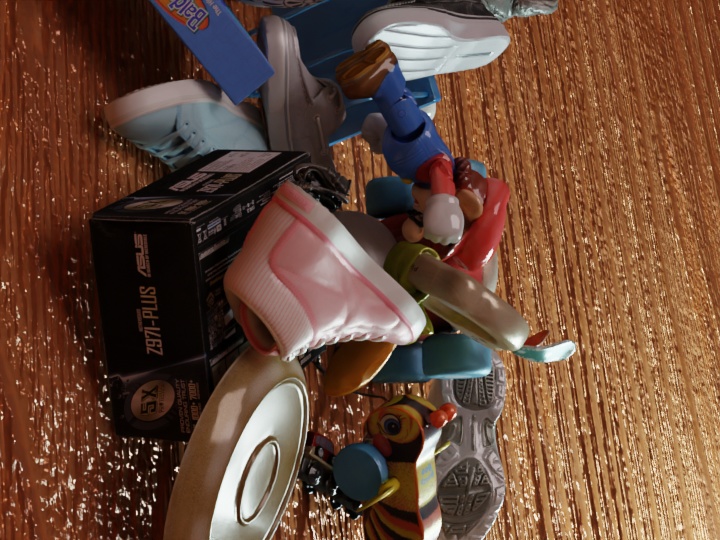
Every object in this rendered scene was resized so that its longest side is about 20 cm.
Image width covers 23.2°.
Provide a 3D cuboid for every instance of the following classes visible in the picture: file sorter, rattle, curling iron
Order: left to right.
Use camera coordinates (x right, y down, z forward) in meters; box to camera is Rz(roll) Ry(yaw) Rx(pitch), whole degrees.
[{"bbox_3d":[-0.041,-0.222,1.560,0.122,0.138,0.202,-13,85,-58],"label":"file sorter"},{"bbox_3d":[-0.022,-0.010,1.327,0.201,0.049,0.026,79,14,-52],"label":"curling iron"},{"bbox_3d":[0.078,0.074,1.415,0.200,0.129,0.144,43,61,-53],"label":"rattle"}]

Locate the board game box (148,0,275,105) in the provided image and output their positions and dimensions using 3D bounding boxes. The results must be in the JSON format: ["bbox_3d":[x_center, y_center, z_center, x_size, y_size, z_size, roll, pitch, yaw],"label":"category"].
[{"bbox_3d":[-0.156,-0.237,1.371,0.200,0.045,0.152,51,3,-28],"label":"board game box"}]

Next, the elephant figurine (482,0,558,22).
[{"bbox_3d":[0.157,-0.329,2.023,0.142,0.153,0.202,107,-1,-58],"label":"elephant figurine"}]

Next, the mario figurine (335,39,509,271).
[{"bbox_3d":[0.039,-0.079,1.423,0.201,0.105,0.124,56,40,-15],"label":"mario figurine"}]

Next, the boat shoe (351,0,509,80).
[{"bbox_3d":[0.050,-0.211,1.515,0.199,0.072,0.071,-6,57,-54],"label":"boat shoe"}]

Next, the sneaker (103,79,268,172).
[{"bbox_3d":[-0.126,-0.097,1.393,0.199,0.073,0.083,6,64,-60],"label":"sneaker"}]

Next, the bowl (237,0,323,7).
[{"bbox_3d":[-0.075,-0.279,1.426,0.198,0.094,0.203,14,49,-17],"label":"bowl"}]

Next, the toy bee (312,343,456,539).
[{"bbox_3d":[0.030,0.149,1.414,0.201,0.108,0.131,62,36,-26],"label":"toy bee"}]

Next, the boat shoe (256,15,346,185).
[{"bbox_3d":[-0.046,-0.128,1.459,0.072,0.068,0.202,-107,-172,-52],"label":"boat shoe"}]

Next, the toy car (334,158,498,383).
[{"bbox_3d":[0.000,0.000,1.523,0.198,0.176,0.187,4,82,-31],"label":"toy car"}]

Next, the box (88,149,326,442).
[{"bbox_3d":[-0.107,0.013,1.295,0.200,0.085,0.166,-39,127,-61],"label":"box"}]

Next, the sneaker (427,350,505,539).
[{"bbox_3d":[0.089,0.171,1.621,0.077,0.099,0.203,13,77,-9],"label":"sneaker"}]

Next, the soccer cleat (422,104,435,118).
[{"bbox_3d":[0.002,-0.218,1.716,0.201,0.069,0.078,57,35,-12],"label":"soccer cleat"}]

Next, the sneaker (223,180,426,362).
[{"bbox_3d":[-0.031,0.025,1.249,0.105,0.075,0.200,-54,144,-7],"label":"sneaker"}]

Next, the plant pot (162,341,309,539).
[{"bbox_3d":[-0.082,0.147,1.255,0.200,0.027,0.202,17,90,-73],"label":"plant pot"}]

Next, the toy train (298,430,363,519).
[{"bbox_3d":[-0.038,0.155,1.431,0.200,0.034,0.046,38,60,-47],"label":"toy train"}]
